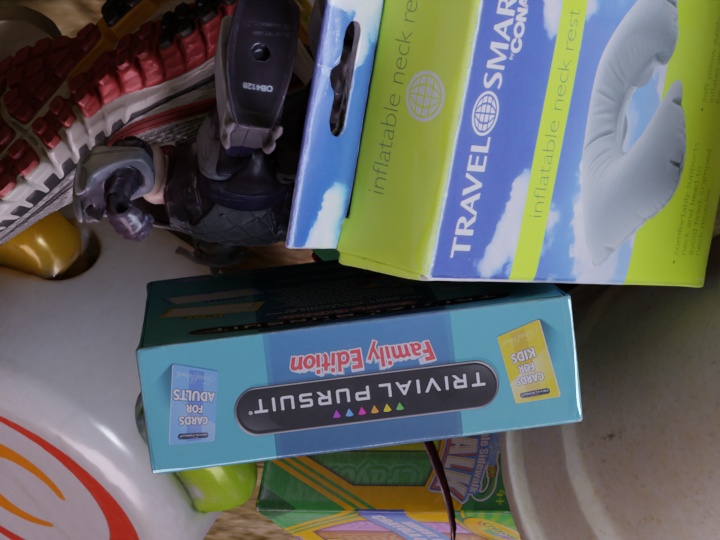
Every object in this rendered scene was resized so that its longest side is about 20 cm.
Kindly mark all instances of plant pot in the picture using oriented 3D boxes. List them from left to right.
[{"bbox_3d":[0.182,0.050,1.098,0.200,0.201,0.184,17,150,-17],"label":"plant pot"}]

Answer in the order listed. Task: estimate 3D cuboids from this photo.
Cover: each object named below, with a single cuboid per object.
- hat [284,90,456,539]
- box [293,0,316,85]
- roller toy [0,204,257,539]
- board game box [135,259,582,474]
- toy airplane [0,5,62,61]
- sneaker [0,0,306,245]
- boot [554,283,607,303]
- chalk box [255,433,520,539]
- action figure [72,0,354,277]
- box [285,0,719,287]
[{"bbox_3d":[0.000,0.000,1.190,0.199,0.177,0.166,19,158,-21],"label":"hat"},{"bbox_3d":[-0.014,-0.127,1.013,0.039,0.041,0.200,46,164,28],"label":"box"},{"bbox_3d":[-0.138,0.055,1.418,0.200,0.140,0.183,33,151,-1],"label":"roller toy"},{"bbox_3d":[-0.005,0.029,1.054,0.150,0.047,0.200,-7,-173,-2],"label":"board game box"},{"bbox_3d":[-0.247,-0.058,1.207,0.198,0.142,0.200,10,145,-27],"label":"toy airplane"},{"bbox_3d":[-0.094,-0.056,1.133,0.200,0.078,0.082,-31,131,20],"label":"sneaker"},{"bbox_3d":[0.157,0.073,1.256,0.200,0.139,0.077,-2,150,-47],"label":"boot"},{"bbox_3d":[0.067,0.088,1.461,0.199,0.125,0.124,-3,155,29],"label":"chalk box"},{"bbox_3d":[-0.039,-0.041,1.043,0.130,0.070,0.200,-4,158,-17],"label":"action figure"},{"bbox_3d":[0.062,-0.058,0.978,0.048,0.122,0.200,15,-172,37],"label":"box"}]
